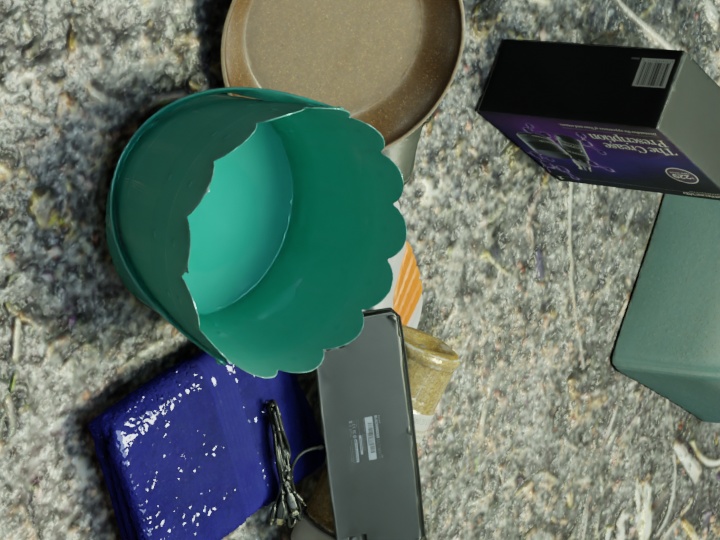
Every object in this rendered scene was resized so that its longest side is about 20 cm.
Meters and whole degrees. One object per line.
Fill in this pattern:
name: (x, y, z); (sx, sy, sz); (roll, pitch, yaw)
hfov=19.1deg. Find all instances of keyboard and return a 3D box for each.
keyboard: (-0.018, 0.135, 1.686); (0.126, 0.021, 0.202); (-10, 103, -15)

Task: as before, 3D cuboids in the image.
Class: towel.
towel: (-0.120, 0.132, 1.661); (0.200, 0.049, 0.149); (-33, 117, -39)

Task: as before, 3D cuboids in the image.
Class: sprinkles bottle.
sprinkles bottle: (0.011, 0.146, 1.740); (0.068, 0.068, 0.201); (12, 107, -46)

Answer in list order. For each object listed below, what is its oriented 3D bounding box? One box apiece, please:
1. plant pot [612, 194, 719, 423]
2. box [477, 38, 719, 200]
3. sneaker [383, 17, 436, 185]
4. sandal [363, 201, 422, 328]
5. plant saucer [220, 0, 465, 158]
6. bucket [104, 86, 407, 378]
plant pot: (0.399, 0.045, 2.069); (0.195, 0.199, 0.198); (29, 77, -44)
box: (0.224, -0.131, 1.852); (0.141, 0.199, 0.079); (32, 75, -43)
sneaker: (0.036, -0.162, 1.740); (0.075, 0.079, 0.202); (-8, 105, -46)
sandal: (0.004, -0.006, 1.748); (0.079, 0.059, 0.208); (-53, 145, -40)
plant saucer: (-0.017, -0.183, 1.664); (0.199, 0.037, 0.202); (-8, 119, -15)
bucket: (-0.083, -0.035, 1.583); (0.206, 0.134, 0.209); (-12, 110, -37)
